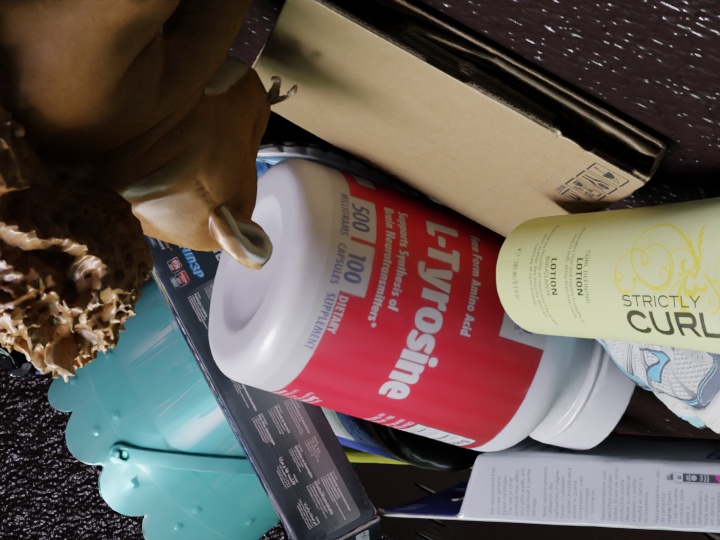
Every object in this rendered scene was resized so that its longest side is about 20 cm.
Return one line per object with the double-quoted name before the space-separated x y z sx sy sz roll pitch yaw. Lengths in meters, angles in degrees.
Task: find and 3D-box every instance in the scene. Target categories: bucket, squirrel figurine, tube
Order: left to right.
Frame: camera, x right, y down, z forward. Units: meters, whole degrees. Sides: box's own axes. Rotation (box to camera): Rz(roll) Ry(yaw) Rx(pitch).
"squirrel figurine" -0.113 -0.055 0.918 0.141 0.201 0.187 13 151 30
"bucket" -0.100 0.090 1.572 0.207 0.135 0.208 46 -163 -19
"tube" 0.129 0.001 0.908 0.058 0.052 0.200 52 156 -21

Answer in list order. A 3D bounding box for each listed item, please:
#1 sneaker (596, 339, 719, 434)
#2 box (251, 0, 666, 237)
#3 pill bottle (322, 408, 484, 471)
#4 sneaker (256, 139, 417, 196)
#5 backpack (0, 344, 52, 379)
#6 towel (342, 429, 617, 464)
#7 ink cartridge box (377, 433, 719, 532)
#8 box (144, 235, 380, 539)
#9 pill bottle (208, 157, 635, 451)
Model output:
"sneaker" 0.139 0.023 1.015 0.086 0.078 0.200 30 170 3
"box" 0.032 -0.067 0.994 0.163 0.021 0.200 28 170 -4
"pill bottle" 0.009 0.053 1.388 0.112 0.112 0.200 33 169 -26
"sneaker" 0.000 0.000 1.211 0.199 0.090 0.078 33 168 -23
"backpack" -0.276 -0.033 1.570 0.190 0.155 0.199 43 160 -29
"towel" 0.073 0.109 1.470 0.198 0.018 0.086 3 -169 -9
"ink cartridge box" 0.128 0.111 1.248 0.198 0.044 0.196 3 180 15
"box" -0.054 0.066 1.244 0.201 0.046 0.159 61 174 11
"pill bottle" 0.035 0.024 1.135 0.199 0.113 0.112 17 174 -22
